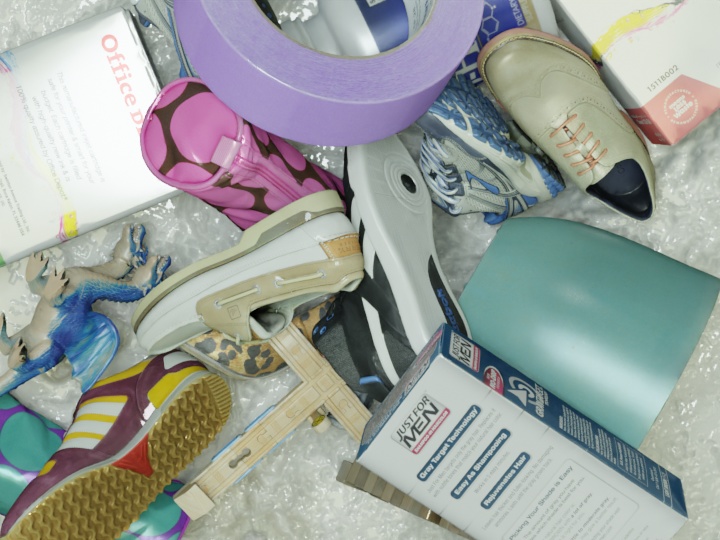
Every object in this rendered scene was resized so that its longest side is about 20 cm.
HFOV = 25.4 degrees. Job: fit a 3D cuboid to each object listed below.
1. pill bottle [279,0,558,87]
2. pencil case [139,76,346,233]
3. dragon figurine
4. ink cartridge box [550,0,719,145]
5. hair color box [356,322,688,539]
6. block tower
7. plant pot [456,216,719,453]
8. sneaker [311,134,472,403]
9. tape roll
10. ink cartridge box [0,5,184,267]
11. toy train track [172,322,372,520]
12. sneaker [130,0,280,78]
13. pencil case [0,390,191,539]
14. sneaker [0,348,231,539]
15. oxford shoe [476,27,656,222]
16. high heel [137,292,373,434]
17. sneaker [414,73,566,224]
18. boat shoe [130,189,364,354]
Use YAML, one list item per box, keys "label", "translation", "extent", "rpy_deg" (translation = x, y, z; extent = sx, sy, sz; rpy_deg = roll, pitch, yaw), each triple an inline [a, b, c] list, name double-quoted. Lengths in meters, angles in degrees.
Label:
- label: "pill bottle"
  translation: [0.034, -0.177, 1.187]
  extent: [0.200, 0.120, 0.120]
  rpy_deg: [-26, 96, 1]
- label: "pencil case"
  translation: [-0.073, -0.066, 1.153]
  extent: [0.091, 0.200, 0.094]
  rpy_deg: [-50, 59, 5]
- label: "dragon figurine"
  translation: [-0.218, 0.050, 1.177]
  extent: [0.099, 0.059, 0.200]
  rpy_deg: [31, 88, -48]
- label: "ink cartridge box"
  translation: [0.213, -0.208, 1.218]
  extent: [0.116, 0.067, 0.200]
  rpy_deg: [-40, 96, 2]
- label: "hair color box"
  translation: [0.108, 0.133, 1.065]
  extent: [0.200, 0.061, 0.100]
  rpy_deg: [34, 110, -7]
- label: "block tower"
  translation: [0.074, 0.169, 1.194]
  extent: [0.054, 0.200, 0.058]
  rpy_deg: [32, 79, -47]
- label: "plant pot"
  translation: [0.146, 0.054, 1.184]
  extent: [0.161, 0.201, 0.201]
  rpy_deg: [30, 94, 6]
- label: "sneaker"
  translation: [0.000, 0.000, 1.147]
  extent: [0.112, 0.073, 0.200]
  rpy_deg: [-32, 64, 36]
- label: "tape roll"
  translation: [-0.021, -0.186, 1.063]
  extent: [0.200, 0.066, 0.201]
  rpy_deg: [6, 66, -14]
- label: "ink cartridge box"
  translation: [-0.237, -0.094, 1.202]
  extent: [0.200, 0.084, 0.145]
  rpy_deg: [-22, 95, 0]
- label: "toy train track"
  translation: [-0.057, 0.115, 1.194]
  extent: [0.200, 0.033, 0.115]
  rpy_deg: [-41, 107, -2]
- label: "sneaker"
  translation: [-0.135, -0.215, 1.137]
  extent: [0.085, 0.077, 0.200]
  rpy_deg: [-26, 83, 40]
- label: "pencil case"
  translation: [-0.227, 0.161, 1.227]
  extent: [0.200, 0.085, 0.093]
  rpy_deg: [30, 59, -6]
- label: "sneaker"
  translation: [-0.190, 0.135, 1.170]
  extent: [0.200, 0.090, 0.075]
  rpy_deg: [-38, 129, -23]
- label: "oxford shoe"
  translation: [0.162, -0.106, 1.176]
  extent: [0.071, 0.074, 0.200]
  rpy_deg: [-40, 130, 21]
- label: "high heel"
  translation: [-0.058, 0.023, 1.233]
  extent: [0.200, 0.071, 0.143]
  rpy_deg: [26, 88, -8]
- label: "sneaker"
  translation: [0.078, -0.078, 1.177]
  extent: [0.085, 0.200, 0.077]
  rpy_deg: [-37, 57, 16]
- label: "boat shoe"
  translation: [-0.083, 0.019, 1.128]
  extent: [0.200, 0.075, 0.069]
  rpy_deg: [-32, 79, 32]
